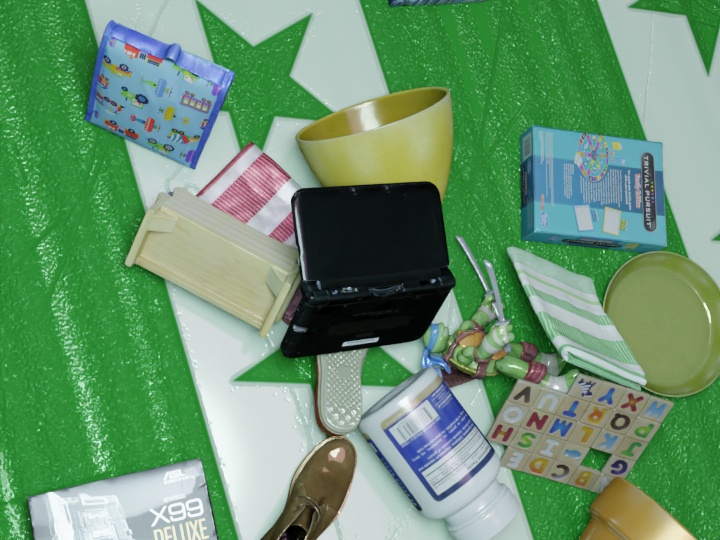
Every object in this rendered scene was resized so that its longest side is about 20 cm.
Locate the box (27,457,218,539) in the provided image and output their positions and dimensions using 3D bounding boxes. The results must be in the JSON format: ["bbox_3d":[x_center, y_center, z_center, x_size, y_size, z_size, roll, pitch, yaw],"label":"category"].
[{"bbox_3d":[-0.262,0.311,1.233,0.198,0.050,0.159,-9,80,-18],"label":"box"}]

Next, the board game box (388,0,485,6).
[{"bbox_3d":[0.129,-0.474,1.500,0.198,0.062,0.202,-8,94,-17],"label":"board game box"}]

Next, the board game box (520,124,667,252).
[{"bbox_3d":[0.320,-0.110,1.501,0.198,0.047,0.152,6,76,-15],"label":"board game box"}]

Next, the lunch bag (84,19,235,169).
[{"bbox_3d":[-0.235,-0.217,1.284,0.150,0.200,0.095,24,72,-10],"label":"lunch bag"}]

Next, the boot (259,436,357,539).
[{"bbox_3d":[-0.058,0.283,1.286,0.073,0.075,0.201,34,69,-4],"label":"boot"}]

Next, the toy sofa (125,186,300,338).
[{"bbox_3d":[-0.171,-0.012,1.310,0.199,0.098,0.083,28,114,-2],"label":"toy sofa"}]

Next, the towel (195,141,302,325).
[{"bbox_3d":[-0.112,-0.049,1.376,0.200,0.023,0.144,44,69,-2],"label":"towel"}]

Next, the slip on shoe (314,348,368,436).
[{"bbox_3d":[-0.027,0.111,1.345,0.074,0.061,0.201,11,61,-16],"label":"slip on shoe"}]

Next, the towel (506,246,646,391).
[{"bbox_3d":[0.274,0.057,1.382,0.152,0.023,0.201,21,32,-29],"label":"towel"}]

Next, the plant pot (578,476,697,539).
[{"bbox_3d":[0.324,0.387,1.320,0.183,0.200,0.200,-45,92,-5],"label":"plant pot"}]

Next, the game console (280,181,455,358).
[{"bbox_3d":[0.000,0.000,1.286,0.199,0.176,0.117,-6,53,-29],"label":"game console"}]

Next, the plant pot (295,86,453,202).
[{"bbox_3d":[0.033,-0.130,1.365,0.199,0.200,0.143,-24,110,-20],"label":"plant pot"}]

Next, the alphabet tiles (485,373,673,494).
[{"bbox_3d":[0.267,0.201,1.370,0.199,0.168,0.008,17,31,-12],"label":"alphabet tiles"}]

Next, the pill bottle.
[{"bbox_3d":[0.099,0.230,1.319,0.119,0.120,0.201,-36,89,-20],"label":"pill bottle"}]

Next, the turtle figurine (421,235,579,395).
[{"bbox_3d":[0.189,0.073,1.371,0.193,0.144,0.201,26,75,-13],"label":"turtle figurine"}]

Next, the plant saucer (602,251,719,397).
[{"bbox_3d":[0.415,0.074,1.494,0.198,0.031,0.202,4,76,-15],"label":"plant saucer"}]
